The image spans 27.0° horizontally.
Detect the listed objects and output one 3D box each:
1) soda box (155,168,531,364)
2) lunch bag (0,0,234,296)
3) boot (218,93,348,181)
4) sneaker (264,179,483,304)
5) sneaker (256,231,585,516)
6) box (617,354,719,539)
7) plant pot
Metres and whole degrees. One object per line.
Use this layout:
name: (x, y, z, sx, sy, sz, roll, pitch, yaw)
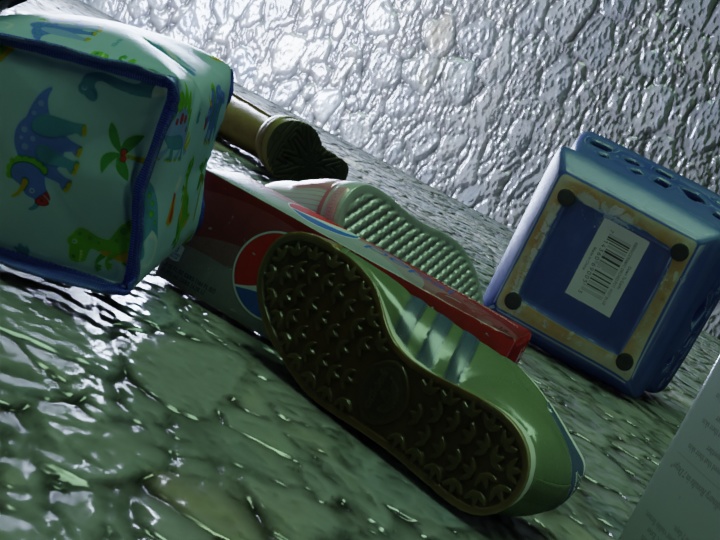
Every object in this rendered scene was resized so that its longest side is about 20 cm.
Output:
soda box: (-0.009, 0.018, 0.831, 0.199, 0.070, 0.063, 29, 8, 12)
lunch bag: (-0.175, -0.079, 0.734, 0.198, 0.129, 0.170, 14, 9, 3)
boot: (-0.126, -0.157, 1.654, 0.199, 0.066, 0.175, 33, -3, 28)
sneaker: (0.000, 0.000, 0.968, 0.104, 0.076, 0.200, 6, -22, 36)
sneaker: (0.033, 0.056, 0.751, 0.090, 0.067, 0.200, 18, 19, -51)
box: (0.204, 0.086, 0.624, 0.097, 0.201, 0.124, 25, 8, -17)
plant pot: (0.236, -0.004, 1.406, 0.199, 0.201, 0.180, 30, 13, 14)
